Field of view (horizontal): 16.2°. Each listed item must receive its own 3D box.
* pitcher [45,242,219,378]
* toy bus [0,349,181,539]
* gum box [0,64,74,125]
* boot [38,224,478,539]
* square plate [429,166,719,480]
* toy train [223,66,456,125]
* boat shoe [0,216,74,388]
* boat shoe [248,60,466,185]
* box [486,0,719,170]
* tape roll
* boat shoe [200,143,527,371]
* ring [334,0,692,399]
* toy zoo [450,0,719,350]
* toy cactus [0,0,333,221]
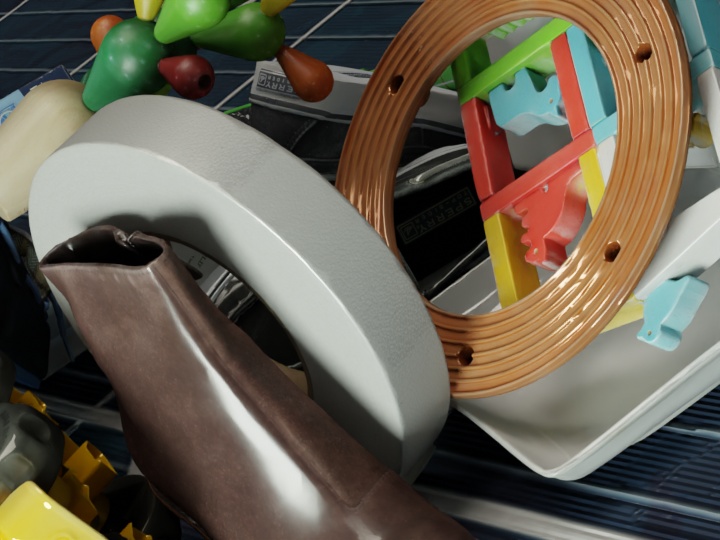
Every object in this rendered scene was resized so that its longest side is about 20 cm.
[{"bbox_3d":[-0.114,-0.005,1.312,0.172,0.121,0.200,-57,18,-3],"label":"pitcher"},{"bbox_3d":[-0.170,0.144,1.046,0.192,0.136,0.200,-46,27,-4],"label":"toy bus"},{"bbox_3d":[-0.244,-0.014,1.289,0.200,0.045,0.170,-37,2,-34],"label":"gum box"},{"bbox_3d":[-0.042,0.065,0.983,0.072,0.167,0.200,-41,27,-22],"label":"boot"},{"bbox_3d":[0.120,0.011,1.082,0.198,0.028,0.200,-35,23,-11],"label":"square plate"},{"bbox_3d":[0.010,-0.095,1.393,0.200,0.042,0.056,-16,-17,31],"label":"toy train"},{"bbox_3d":[-0.172,0.011,1.224,0.200,0.084,0.069,125,170,-80],"label":"boat shoe"},{"bbox_3d":[0.007,-0.063,1.271,0.072,0.068,0.200,17,8,28],"label":"boat shoe"},{"bbox_3d":[0.164,-0.130,1.183,0.124,0.098,0.200,1,27,47],"label":"box"},{"bbox_3d":[-0.052,0.017,1.055,0.203,0.203,0.037,-1,38,49],"label":"tape roll"},{"bbox_3d":[0.002,0.002,1.187,0.199,0.074,0.068,-28,6,-19],"label":"boat shoe"},{"bbox_3d":[0.062,-0.043,1.052,0.200,0.019,0.201,-22,58,41],"label":"ring"},{"bbox_3d":[0.101,-0.055,1.044,0.131,0.020,0.200,-34,51,34],"label":"toy zoo"},{"bbox_3d":[-0.102,-0.080,1.145,0.165,0.102,0.200,-42,14,-13],"label":"toy cactus"}]
